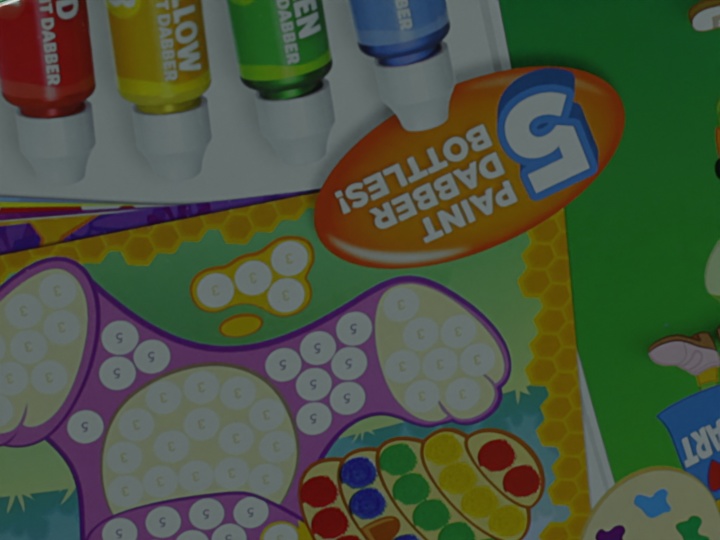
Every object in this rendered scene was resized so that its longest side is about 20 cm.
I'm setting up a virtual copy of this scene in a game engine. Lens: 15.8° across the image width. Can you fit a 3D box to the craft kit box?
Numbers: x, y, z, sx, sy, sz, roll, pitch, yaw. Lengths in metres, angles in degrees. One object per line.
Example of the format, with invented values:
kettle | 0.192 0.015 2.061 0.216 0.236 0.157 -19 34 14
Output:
craft kit box | 0.009 0.038 0.416 0.199 0.198 0.049 -19 10 3
